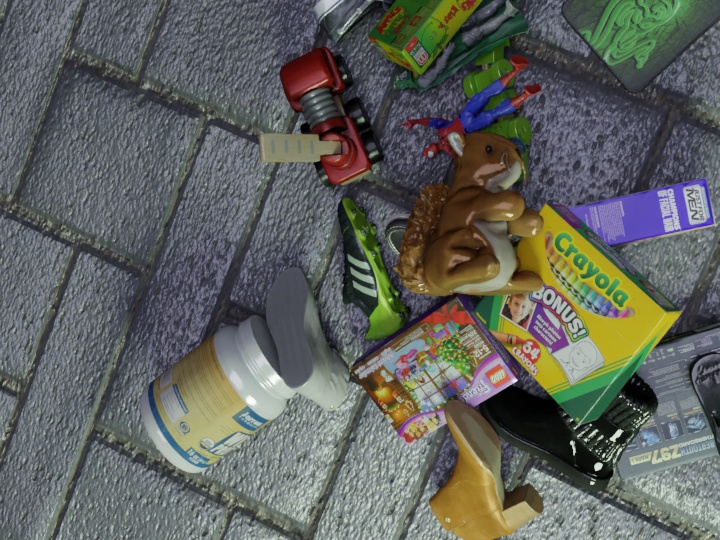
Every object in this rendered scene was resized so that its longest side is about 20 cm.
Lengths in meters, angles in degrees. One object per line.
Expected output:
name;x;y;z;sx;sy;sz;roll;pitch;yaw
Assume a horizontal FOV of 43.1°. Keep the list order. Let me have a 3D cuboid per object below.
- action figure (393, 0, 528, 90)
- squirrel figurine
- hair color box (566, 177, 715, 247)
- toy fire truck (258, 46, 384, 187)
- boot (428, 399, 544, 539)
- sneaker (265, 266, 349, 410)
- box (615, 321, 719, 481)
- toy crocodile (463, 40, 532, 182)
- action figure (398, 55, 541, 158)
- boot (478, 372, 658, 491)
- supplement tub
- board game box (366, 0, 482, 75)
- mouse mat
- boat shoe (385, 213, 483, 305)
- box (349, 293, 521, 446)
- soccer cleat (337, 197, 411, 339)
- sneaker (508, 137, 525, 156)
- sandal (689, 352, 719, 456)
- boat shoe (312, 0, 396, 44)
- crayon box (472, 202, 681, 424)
action figure;0.125;-0.305;1.231;0.198;0.054;0.120;-35;41;26
squirrel figurine;0.121;-0.069;1.106;0.197;0.140;0.191;-9;76;42
hair color box;0.346;-0.066;1.184;0.196;0.109;0.066;-14;88;12
toy fire truck;-0.066;-0.202;1.215;0.126;0.200;0.179;-23;87;10
boot;0.137;0.281;1.226;0.143;0.071;0.202;-36;96;36
sneaker;-0.072;0.102;1.289;0.073;0.116;0.203;-24;51;18
box;0.414;0.172;1.205;0.196;0.051;0.161;-19;88;10
toy crocodile;0.193;-0.219;1.238;0.067;0.061;0.205;-17;87;47
action figure;0.132;-0.200;1.195;0.199;0.098;0.066;-37;72;47
boot;0.266;0.168;1.182;0.209;0.079;0.160;29;124;20
supplement tub;-0.193;0.171;1.277;0.198;0.145;0.146;-36;85;10
board game box;0.107;-0.363;1.213;0.201;0.101;0.047;-50;127;0
mouse mat;0.389;-0.361;1.221;0.200;0.008;0.162;-42;84;10
boat shoe;0.111;0.002;1.226;0.199;0.061;0.074;39;134;-12
box;0.099;0.133;1.231;0.199;0.039;0.138;-36;95;28
soccer cleat;0.000;0.000;1.278;0.080;0.067;0.204;-23;87;23
sneaker;0.164;-0.092;1.226;0.085;0.077;0.200;38;125;-3
sandal;0.477;0.202;1.148;0.075;0.043;0.202;-32;87;8
boat shoe;0.029;-0.390;1.258;0.198;0.072;0.068;-36;90;7
crayon box;0.255;0.050;1.104;0.200;0.058;0.174;47;120;30
